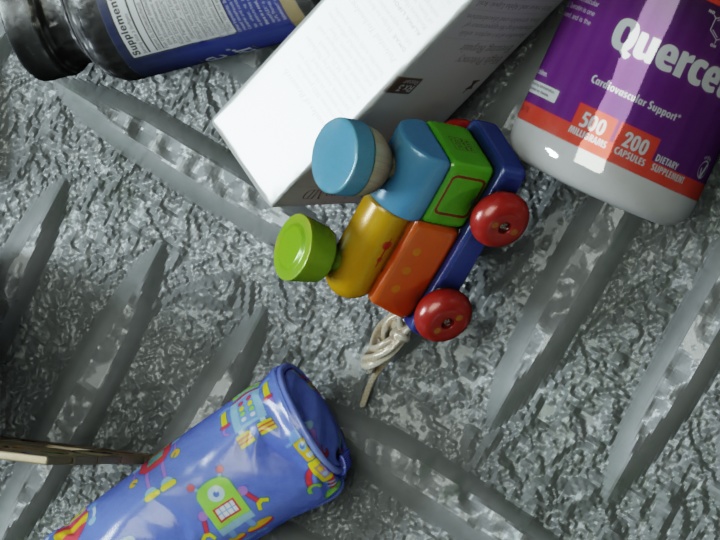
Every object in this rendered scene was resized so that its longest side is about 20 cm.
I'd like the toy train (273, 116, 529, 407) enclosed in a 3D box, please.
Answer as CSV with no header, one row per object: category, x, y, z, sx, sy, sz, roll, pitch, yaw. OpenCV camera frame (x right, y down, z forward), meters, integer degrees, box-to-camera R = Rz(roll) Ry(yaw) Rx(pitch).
toy train,0.000,0.000,1.443,0.200,0.115,0.085,-60,37,29

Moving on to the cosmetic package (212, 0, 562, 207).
cosmetic package,0.020,-0.124,1.451,0.200,0.102,0.074,-47,68,28

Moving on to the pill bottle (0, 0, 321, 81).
pill bottle,-0.109,-0.176,1.518,0.199,0.112,0.112,-13,84,19

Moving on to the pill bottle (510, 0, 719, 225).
pill bottle,0.170,-0.134,1.418,0.112,0.112,0.201,26,96,18

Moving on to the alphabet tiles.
alphabet tiles,-0.239,0.102,1.520,0.199,0.167,0.008,5,88,19

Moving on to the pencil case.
pencil case,-0.095,0.142,1.515,0.200,0.078,0.087,-37,93,14
